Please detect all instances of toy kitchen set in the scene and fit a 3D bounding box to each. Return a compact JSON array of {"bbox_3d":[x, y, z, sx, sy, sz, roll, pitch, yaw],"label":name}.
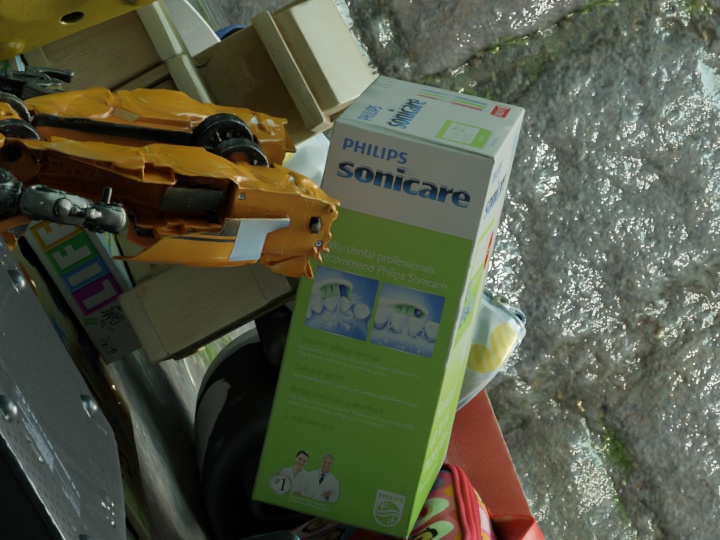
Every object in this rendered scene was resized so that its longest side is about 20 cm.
[{"bbox_3d":[-0.073,-0.078,1.371,0.200,0.163,0.180,62,2,1],"label":"toy kitchen set"}]

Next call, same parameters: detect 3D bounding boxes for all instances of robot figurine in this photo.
[{"bbox_3d":[-0.118,-0.044,1.210,0.145,0.199,0.058,-122,-139,-58],"label":"robot figurine"},{"bbox_3d":[-0.038,0.108,1.550,0.125,0.150,0.200,29,17,-18],"label":"robot figurine"}]

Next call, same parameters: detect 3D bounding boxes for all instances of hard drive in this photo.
[{"bbox_3d":[-0.140,0.063,1.059,0.135,0.042,0.200,62,3,-19],"label":"hard drive"}]

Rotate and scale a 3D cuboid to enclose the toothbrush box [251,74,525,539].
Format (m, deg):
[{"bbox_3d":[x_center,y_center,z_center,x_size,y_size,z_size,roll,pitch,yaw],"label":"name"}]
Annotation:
[{"bbox_3d":[0.016,0.015,1.340,0.146,0.086,0.201,-53,155,-75],"label":"toothbrush box"}]

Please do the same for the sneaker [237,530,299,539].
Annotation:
[{"bbox_3d":[-0.033,0.211,1.203,0.073,0.082,0.200,59,7,-65],"label":"sneaker"}]

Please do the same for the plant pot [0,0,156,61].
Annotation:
[{"bbox_3d":[-0.185,-0.227,1.365,0.194,0.195,0.201,51,19,-72],"label":"plant pot"}]

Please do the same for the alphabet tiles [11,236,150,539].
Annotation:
[{"bbox_3d":[-0.152,0.040,1.323,0.167,0.006,0.200,61,5,-28],"label":"alphabet tiles"}]

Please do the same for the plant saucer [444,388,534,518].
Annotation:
[{"bbox_3d":[0.020,0.178,1.552,0.037,0.200,0.200,29,16,-16],"label":"plant saucer"}]

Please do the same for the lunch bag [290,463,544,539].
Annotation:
[{"bbox_3d":[0.013,0.171,1.358,0.200,0.176,0.082,-93,159,-80],"label":"lunch bag"}]

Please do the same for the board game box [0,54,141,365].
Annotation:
[{"bbox_3d":[-0.170,-0.056,1.439,0.135,0.034,0.200,61,2,-35],"label":"board game box"}]

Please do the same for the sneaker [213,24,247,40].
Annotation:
[{"bbox_3d":[-0.044,-0.065,1.622,0.078,0.070,0.201,-29,-104,55],"label":"sneaker"}]

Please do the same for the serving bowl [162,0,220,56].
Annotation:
[{"bbox_3d":[-0.152,-0.114,1.561,0.200,0.066,0.200,36,-24,19],"label":"serving bowl"}]

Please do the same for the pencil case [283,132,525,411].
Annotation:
[{"bbox_3d":[0.000,0.000,1.506,0.200,0.091,0.083,42,33,-3],"label":"pencil case"}]
